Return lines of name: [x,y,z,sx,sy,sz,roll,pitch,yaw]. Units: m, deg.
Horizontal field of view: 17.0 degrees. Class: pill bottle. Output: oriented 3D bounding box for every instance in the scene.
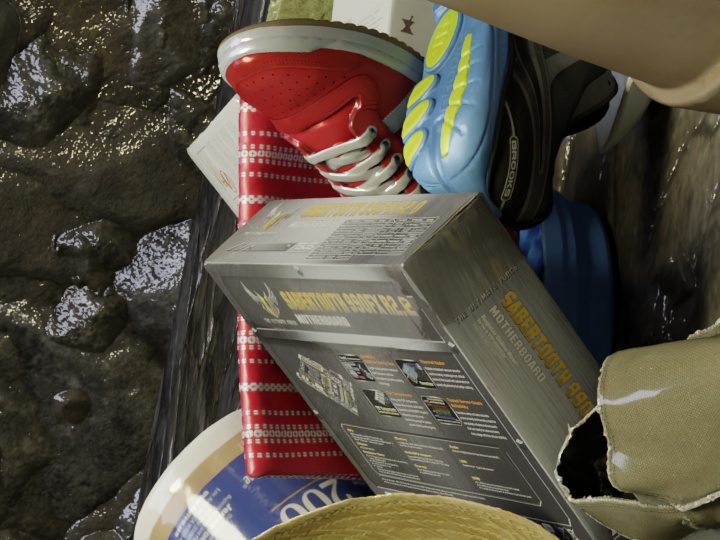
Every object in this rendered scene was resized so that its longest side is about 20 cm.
pill bottle: [-0.008,0.165,1.163,0.200,0.111,0.111,43,137,25]

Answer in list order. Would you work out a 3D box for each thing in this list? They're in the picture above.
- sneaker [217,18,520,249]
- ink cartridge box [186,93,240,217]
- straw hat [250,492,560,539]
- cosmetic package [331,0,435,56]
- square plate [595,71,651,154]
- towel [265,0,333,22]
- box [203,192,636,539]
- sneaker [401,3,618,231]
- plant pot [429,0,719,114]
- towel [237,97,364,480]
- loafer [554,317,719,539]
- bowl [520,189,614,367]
sneaker: [0.011,-0.035,1.100,0.071,0.200,0.113,-16,63,39]
ink cartridge box: [-0.018,-0.028,1.310,0.050,0.162,0.200,-39,3,-10]
straw hat: [0.026,0.159,1.050,0.085,0.200,0.202,-71,-5,-63]
cosmetic package: [0.048,-0.145,1.331,0.081,0.112,0.201,-24,58,60]
square plate: [0.141,-0.187,1.109,0.201,0.028,0.199,-91,14,-47]
towel: [0.010,-0.144,1.499,0.037,0.147,0.201,-93,12,-58]
box: [0.031,0.043,1.038,0.048,0.159,0.200,-42,17,-21]
sneaker: [0.078,-0.103,1.092,0.071,0.083,0.200,-20,42,46]
plant pot: [0.084,-0.164,0.904,0.200,0.173,0.201,-176,90,-71]
towel: [0.000,0.000,1.161,0.022,0.144,0.201,-9,79,48]
loafer: [0.120,0.060,0.871,0.200,0.069,0.076,119,158,-65]
bowl: [0.081,0.058,1.199,0.201,0.039,0.202,-170,90,-81]
